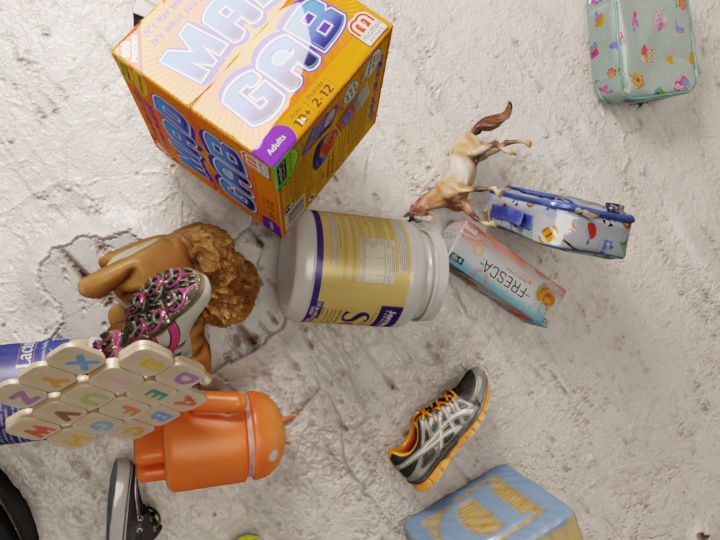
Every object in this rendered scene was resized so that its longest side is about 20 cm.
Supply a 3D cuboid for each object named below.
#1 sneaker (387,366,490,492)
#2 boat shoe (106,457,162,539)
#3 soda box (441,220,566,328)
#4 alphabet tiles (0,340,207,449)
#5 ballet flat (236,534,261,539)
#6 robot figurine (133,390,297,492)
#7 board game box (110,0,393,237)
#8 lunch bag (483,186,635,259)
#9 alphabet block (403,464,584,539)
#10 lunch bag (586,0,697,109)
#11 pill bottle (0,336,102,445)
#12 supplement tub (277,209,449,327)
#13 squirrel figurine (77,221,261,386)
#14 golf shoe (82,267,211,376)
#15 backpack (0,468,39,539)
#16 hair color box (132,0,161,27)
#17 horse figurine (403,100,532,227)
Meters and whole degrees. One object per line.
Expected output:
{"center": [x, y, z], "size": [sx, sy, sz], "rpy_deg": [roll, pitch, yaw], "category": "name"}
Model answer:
{"center": [0.117, 0.220, 0.949], "size": [0.077, 0.078, 0.200], "rpy_deg": [36, 81, -7], "category": "sneaker"}
{"center": [-0.286, 0.334, 0.832], "size": [0.066, 0.070, 0.201], "rpy_deg": [2, 94, -25], "category": "boat shoe"}
{"center": [0.203, 0.006, 0.967], "size": [0.200, 0.064, 0.069], "rpy_deg": [33, 84, -16], "category": "soda box"}
{"center": [-0.268, 0.136, 0.691], "size": [0.200, 0.015, 0.196], "rpy_deg": [-30, 144, 15], "category": "alphabet tiles"}
{"center": [-0.181, 0.454, 0.871], "size": [0.067, 0.067, 0.201], "rpy_deg": [25, 86, -18], "category": "ballet flat"}
{"center": [-0.182, 0.213, 0.829], "size": [0.199, 0.117, 0.145], "rpy_deg": [-3, 95, -18], "category": "robot figurine"}
{"center": [-0.109, -0.198, 0.730], "size": [0.200, 0.200, 0.200], "rpy_deg": [36, 74, 6], "category": "board game box"}
{"center": [0.269, -0.072, 0.911], "size": [0.160, 0.200, 0.076], "rpy_deg": [9, 99, -19], "category": "lunch bag"}
{"center": [0.205, 0.433, 0.929], "size": [0.196, 0.195, 0.201], "rpy_deg": [-24, 99, -13], "category": "alphabet block"}
{"center": [0.437, -0.354, 1.011], "size": [0.160, 0.077, 0.201], "rpy_deg": [-11, 97, -18], "category": "lunch bag"}
{"center": [-0.400, 0.142, 0.756], "size": [0.199, 0.116, 0.116], "rpy_deg": [-4, 95, -18], "category": "pill bottle"}
{"center": [0.000, 0.000, 0.859], "size": [0.199, 0.145, 0.146], "rpy_deg": [5, 92, -17], "category": "supplement tub"}
{"center": [-0.212, 0.047, 0.803], "size": [0.199, 0.141, 0.187], "rpy_deg": [-25, 107, -12], "category": "squirrel figurine"}
{"center": [-0.214, 0.070, 0.704], "size": [0.092, 0.073, 0.200], "rpy_deg": [24, 125, -41], "category": "golf shoe"}
{"center": [-0.465, 0.306, 0.738], "size": [0.126, 0.167, 0.200], "rpy_deg": [-31, 106, 7], "category": "backpack"}
{"center": [-0.202, -0.385, 0.814], "size": [0.111, 0.064, 0.201], "rpy_deg": [17, 87, -19], "category": "hair color box"}
{"center": [0.158, -0.142, 0.927], "size": [0.050, 0.132, 0.201], "rpy_deg": [33, 77, -47], "category": "horse figurine"}
